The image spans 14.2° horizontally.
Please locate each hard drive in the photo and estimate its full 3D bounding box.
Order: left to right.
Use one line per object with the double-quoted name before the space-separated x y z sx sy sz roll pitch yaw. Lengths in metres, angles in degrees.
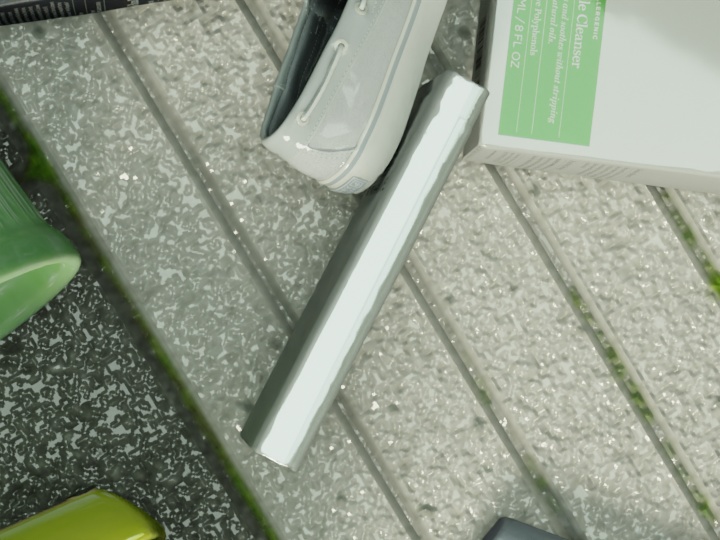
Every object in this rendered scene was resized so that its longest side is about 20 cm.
"hard drive" 0.000 0.000 1.412 0.026 0.132 0.201 27 88 -4

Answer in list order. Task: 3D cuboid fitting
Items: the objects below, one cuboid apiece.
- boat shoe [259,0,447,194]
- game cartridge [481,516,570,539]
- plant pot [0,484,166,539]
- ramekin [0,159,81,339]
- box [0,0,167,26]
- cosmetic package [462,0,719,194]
"boat shoe" -0.002 -0.139 1.424 0.068 0.072 0.201 24 76 -26
"game cartridge" 0.083 0.235 1.467 0.133 0.040 0.201 19 88 -1
"plant pot" -0.149 0.214 1.371 0.198 0.200 0.182 -23 86 -4
"ramekin" -0.241 0.006 1.364 0.199 0.200 0.098 -32 85 -4
"box" -0.137 -0.229 1.416 0.181 0.104 0.201 -10 90 -4
"cosmetic package" 0.157 -0.097 1.450 0.198 0.085 0.108 6 87 -4
